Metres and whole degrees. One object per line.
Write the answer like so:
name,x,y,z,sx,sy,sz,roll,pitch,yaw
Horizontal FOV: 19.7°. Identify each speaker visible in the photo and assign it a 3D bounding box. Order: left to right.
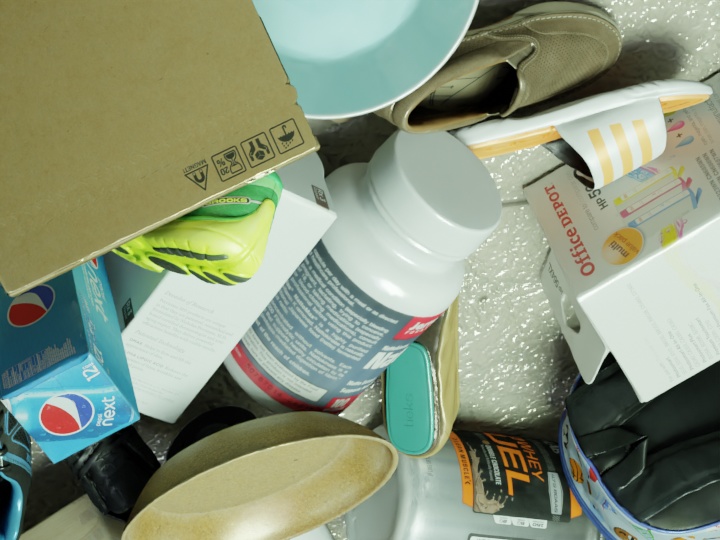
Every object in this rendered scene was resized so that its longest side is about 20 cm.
speaker,-0.072,0.192,1.565,0.081,0.082,0.201,-25,131,4

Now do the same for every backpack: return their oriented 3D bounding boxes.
backpack,0.242,0.121,1.530,0.189,0.201,0.155,-21,151,-19

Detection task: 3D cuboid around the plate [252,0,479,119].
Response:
plate,-0.022,-0.193,1.262,0.198,0.026,0.202,-1,106,-5

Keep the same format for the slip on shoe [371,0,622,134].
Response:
slip on shoe,0.093,-0.127,1.345,0.198,0.061,0.077,-7,131,-30

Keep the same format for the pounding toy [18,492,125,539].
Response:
pounding toy,-0.180,0.271,1.532,0.183,0.143,0.200,-32,156,10

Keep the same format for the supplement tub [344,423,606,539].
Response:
supplement tub,0.097,0.186,1.584,0.198,0.123,0.123,9,126,-25

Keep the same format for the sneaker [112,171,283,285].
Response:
sneaker,-0.119,-0.047,1.268,0.084,0.199,0.074,-58,137,-16

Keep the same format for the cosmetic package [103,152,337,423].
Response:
cosmetic package,-0.109,-0.012,1.363,0.081,0.113,0.201,22,118,-31

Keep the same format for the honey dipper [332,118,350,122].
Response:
honey dipper,-0.074,-0.146,1.317,0.038,0.038,0.199,-42,132,18

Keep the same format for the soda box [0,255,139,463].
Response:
soda box,-0.195,0.022,1.302,0.064,0.201,0.068,-27,131,6

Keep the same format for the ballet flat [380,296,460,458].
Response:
ballet flat,0.042,0.034,1.481,0.068,0.063,0.202,12,115,24

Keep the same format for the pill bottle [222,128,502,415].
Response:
pill bottle,0.000,0.000,1.380,0.119,0.120,0.200,20,131,-30

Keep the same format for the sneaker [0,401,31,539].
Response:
sneaker,-0.257,0.103,1.430,0.072,0.082,0.201,-10,129,-5

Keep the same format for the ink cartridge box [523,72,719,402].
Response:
ink cartridge box,0.218,-0.018,1.449,0.199,0.129,0.125,-30,131,8

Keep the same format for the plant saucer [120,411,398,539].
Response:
plant saucer,-0.073,0.144,1.413,0.198,0.036,0.201,-17,157,-8

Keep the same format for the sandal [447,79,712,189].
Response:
sandal,0.141,-0.080,1.403,0.205,0.060,0.079,-14,176,2

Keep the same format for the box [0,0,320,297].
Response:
box,-0.145,-0.101,1.178,0.199,0.021,0.165,-25,92,-4

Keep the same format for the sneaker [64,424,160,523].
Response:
sneaker,-0.179,0.120,1.427,0.060,0.104,0.200,-38,157,-7
